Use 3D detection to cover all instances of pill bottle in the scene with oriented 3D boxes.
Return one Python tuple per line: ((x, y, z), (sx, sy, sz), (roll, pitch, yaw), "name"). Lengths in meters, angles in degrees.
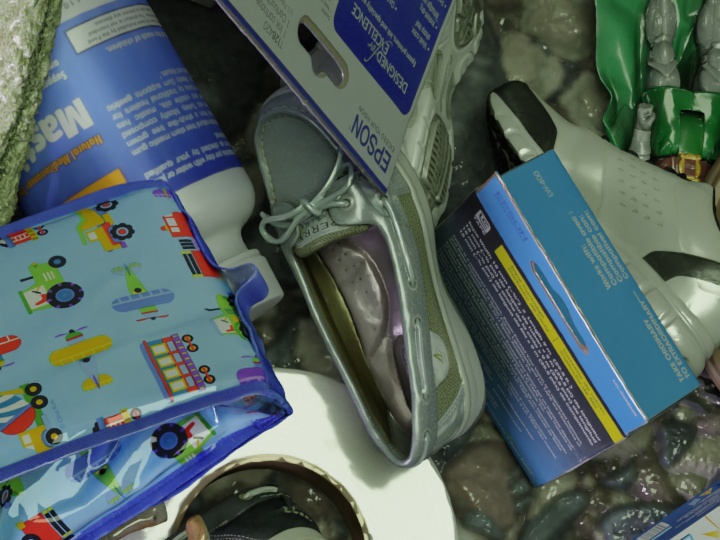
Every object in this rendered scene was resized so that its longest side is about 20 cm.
((-0.124, -0.052, 1.497), (0.112, 0.112, 0.200), (-29, 85, -14), "pill bottle")

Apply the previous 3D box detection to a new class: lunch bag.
((-0.137, 0.043, 1.371), (0.200, 0.094, 0.151), (-27, 51, -5), "lunch bag")

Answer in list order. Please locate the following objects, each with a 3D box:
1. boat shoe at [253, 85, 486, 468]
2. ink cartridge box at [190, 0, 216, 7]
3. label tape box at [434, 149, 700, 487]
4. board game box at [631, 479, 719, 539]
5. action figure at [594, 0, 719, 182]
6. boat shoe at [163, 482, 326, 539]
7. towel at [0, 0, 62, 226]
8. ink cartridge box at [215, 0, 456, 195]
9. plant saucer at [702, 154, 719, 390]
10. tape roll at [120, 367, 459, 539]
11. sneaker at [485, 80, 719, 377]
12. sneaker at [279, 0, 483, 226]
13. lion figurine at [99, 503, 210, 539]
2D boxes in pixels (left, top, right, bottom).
((-0.001, 0.001, 1.477), (0.074, 0.065, 0.202), (-18, 98, 31), "boat shoe")
((-0.105, -0.250, 1.494), (0.144, 0.200, 0.148), (22, 76, -4), "ink cartridge box")
((0.103, 0.020, 1.477), (0.063, 0.200, 0.144), (-30, 86, -18), "label tape box")
((0.257, 0.149, 1.546), (0.200, 0.034, 0.136), (-33, 104, -14), "board game box")
((0.177, -0.077, 1.589), (0.118, 0.055, 0.201), (5, 82, -13), "action figure")
((-0.108, 0.177, 1.451), (0.200, 0.072, 0.068), (-32, 48, -7), "boat shoe")
((-0.225, -0.091, 1.456), (0.148, 0.036, 0.200), (27, 108, 25), "towel")
((-0.010, -0.170, 1.406), (0.047, 0.198, 0.200), (11, 69, 31), "ink cartridge box")
((0.270, 0.001, 1.576), (0.199, 0.029, 0.201), (-1, 93, -18), "plant saucer")
((-0.048, 0.150, 1.509), (0.202, 0.037, 0.203), (2, 78, -10), "tape roll")
((0.140, -0.031, 1.540), (0.080, 0.074, 0.200), (-35, 65, -9), "sneaker")
((0.007, -0.116, 1.554), (0.099, 0.078, 0.200), (5, 63, 18), "sneaker")
((-0.138, 0.144, 1.386), (0.122, 0.200, 0.073), (-21, 119, -16), "lion figurine")
